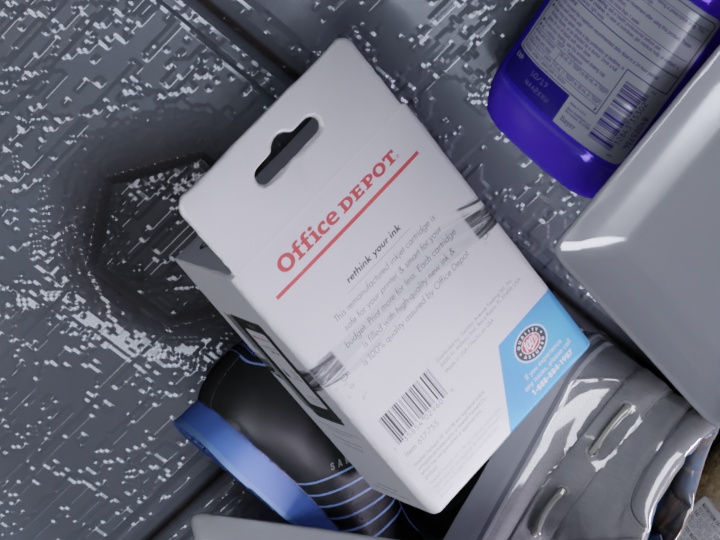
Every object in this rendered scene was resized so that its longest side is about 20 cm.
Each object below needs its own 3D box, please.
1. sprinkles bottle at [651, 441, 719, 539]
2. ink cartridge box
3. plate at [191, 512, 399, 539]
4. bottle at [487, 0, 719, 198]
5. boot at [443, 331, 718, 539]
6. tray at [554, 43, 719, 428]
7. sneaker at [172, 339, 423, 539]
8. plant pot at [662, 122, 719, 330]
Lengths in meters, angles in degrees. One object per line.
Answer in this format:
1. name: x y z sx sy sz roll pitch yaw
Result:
1. sprinkles bottle: 0.178 0.136 1.162 0.068 0.068 0.200 32 116 -17
2. ink cartridge box: 0.000 0.000 1.056 0.116 0.068 0.200 -46 116 -15
3. plate: 0.021 0.204 1.148 0.199 0.032 0.200 6 138 16
4. bottle: 0.137 -0.127 1.000 0.083 0.065 0.200 41 117 15
5. boot: 0.101 0.136 1.134 0.095 0.073 0.201 33 115 22
6. tray: 0.173 -0.042 0.918 0.107 0.022 0.200 49 119 20
7. sneaker: -0.006 0.102 1.147 0.078 0.070 0.200 -50 129 -7
8. plant pot: 0.242 -0.030 0.995 0.200 0.196 0.195 35 117 1
